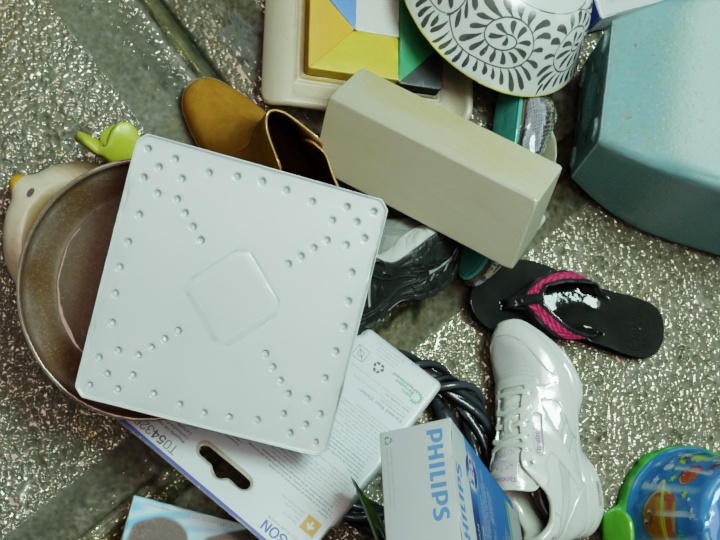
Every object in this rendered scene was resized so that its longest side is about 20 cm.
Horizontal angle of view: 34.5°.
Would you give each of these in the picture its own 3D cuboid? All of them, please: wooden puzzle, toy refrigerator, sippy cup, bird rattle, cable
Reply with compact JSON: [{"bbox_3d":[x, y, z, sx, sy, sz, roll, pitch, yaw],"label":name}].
[{"bbox_3d":[0.010,-0.232,1.075,0.196,0.037,0.188,5,74,-11],"label":"wooden puzzle"},{"bbox_3d":[0.065,-0.091,0.995,0.198,0.077,0.070,28,42,14],"label":"toy refrigerator"},{"bbox_3d":[0.311,0.220,1.014,0.177,0.130,0.140,-39,90,-17],"label":"sippy cup"},{"bbox_3d":[-0.217,-0.021,0.978,0.160,0.113,0.204,-5,93,-2],"label":"bird rattle"},{"bbox_3d":[0.027,0.147,1.004,0.198,0.051,0.165,30,74,-5],"label":"cable"}]

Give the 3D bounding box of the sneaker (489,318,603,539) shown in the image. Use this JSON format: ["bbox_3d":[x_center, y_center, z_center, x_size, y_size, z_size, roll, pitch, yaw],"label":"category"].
[{"bbox_3d":[0.150,0.141,1.007,0.099,0.074,0.203,-9,79,-44],"label":"sneaker"}]

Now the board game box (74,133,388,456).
[{"bbox_3d":[-0.097,0.020,0.886,0.197,0.026,0.203,15,91,-7],"label":"board game box"}]

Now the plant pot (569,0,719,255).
[{"bbox_3d":[0.301,-0.136,1.056,0.196,0.197,0.199,9,77,-1],"label":"plant pot"}]

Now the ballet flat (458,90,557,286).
[{"bbox_3d":[0.146,-0.075,1.069,0.071,0.072,0.204,17,77,-9],"label":"ballet flat"}]

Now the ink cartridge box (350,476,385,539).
[{"bbox_3d":[0.023,0.281,0.882,0.075,0.148,0.202,-29,118,1],"label":"ink cartridge box"}]

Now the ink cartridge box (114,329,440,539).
[{"bbox_3d":[-0.067,0.112,0.959,0.195,0.043,0.200,37,65,10],"label":"ink cartridge box"}]

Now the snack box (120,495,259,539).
[{"bbox_3d":[-0.108,0.268,0.957,0.197,0.037,0.118,16,77,-9],"label":"snack box"}]

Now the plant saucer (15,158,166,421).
[{"bbox_3d":[-0.166,0.015,0.908,0.197,0.037,0.204,0,92,-6],"label":"plant saucer"}]

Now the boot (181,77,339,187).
[{"bbox_3d":[-0.081,-0.111,0.976,0.070,0.144,0.202,-38,81,-15],"label":"boot"}]

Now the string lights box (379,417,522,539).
[{"bbox_3d":[0.076,0.201,0.873,0.058,0.200,0.104,-14,56,16],"label":"string lights box"}]

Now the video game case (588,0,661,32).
[{"bbox_3d":[0.279,-0.356,1.161,0.178,0.045,0.203,-16,83,-14],"label":"video game case"}]

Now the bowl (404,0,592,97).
[{"bbox_3d":[0.142,-0.269,1.052,0.198,0.094,0.204,14,56,-22],"label":"bowl"}]

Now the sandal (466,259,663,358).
[{"bbox_3d":[0.195,0.034,1.067,0.197,0.045,0.076,12,77,-10],"label":"sandal"}]

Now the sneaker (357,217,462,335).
[{"bbox_3d":[0.000,0.000,0.989,0.198,0.079,0.075,-18,121,-44],"label":"sneaker"}]
